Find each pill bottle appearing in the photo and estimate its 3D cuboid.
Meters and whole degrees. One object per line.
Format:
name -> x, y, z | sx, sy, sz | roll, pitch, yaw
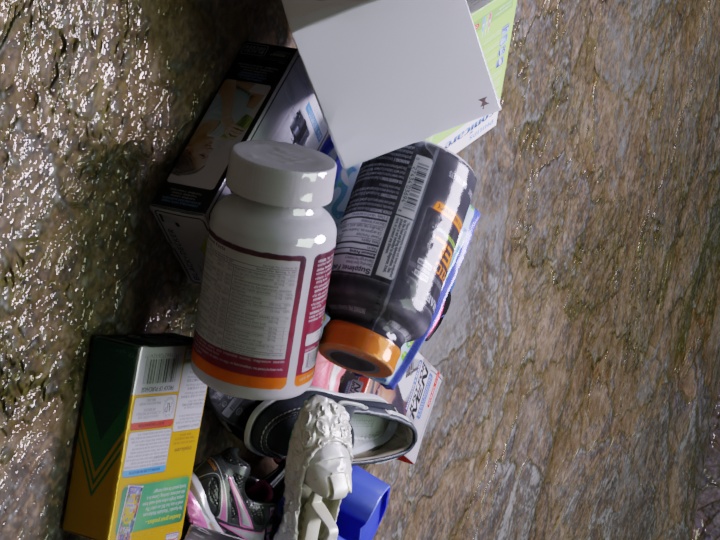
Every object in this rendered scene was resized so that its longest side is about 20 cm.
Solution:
pill bottle -> -0.079, -0.001, 1.496 | 0.109, 0.109, 0.202 | -24, 128, -60
pill bottle -> 0.026, -0.009, 1.563 | 0.106, 0.105, 0.201 | 51, 54, -59

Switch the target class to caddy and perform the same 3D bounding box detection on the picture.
caddy -> -0.045, 0.262, 1.817 | 0.142, 0.104, 0.200 | -59, 171, -19

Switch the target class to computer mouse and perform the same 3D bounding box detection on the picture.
computer mouse -> -0.116, 0.151, 1.698 | 0.141, 0.046, 0.200 | -54, 139, -6

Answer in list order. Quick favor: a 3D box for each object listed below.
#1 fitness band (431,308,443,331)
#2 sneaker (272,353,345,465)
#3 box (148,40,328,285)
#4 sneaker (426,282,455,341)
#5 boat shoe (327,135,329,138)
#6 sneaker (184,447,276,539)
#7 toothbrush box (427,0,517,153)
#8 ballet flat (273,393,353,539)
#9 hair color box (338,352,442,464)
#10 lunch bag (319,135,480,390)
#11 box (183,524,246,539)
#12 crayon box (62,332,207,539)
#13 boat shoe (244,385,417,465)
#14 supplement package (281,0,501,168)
fitness band -> 0.000, 0.000, 1.765 | 0.199, 0.037, 0.144 | 34, 72, -25
sneaker -> -0.060, 0.097, 1.796 | 0.086, 0.074, 0.202 | 28, 81, -33
box -> -0.105, -0.093, 1.597 | 0.201, 0.060, 0.117 | -62, 150, -30
sneaker -> 0.061, 0.002, 1.941 | 0.200, 0.070, 0.078 | 64, 39, -54
boat shoe -> -0.007, -0.108, 1.802 | 0.067, 0.057, 0.201 | -53, 145, -43
sneaker -> -0.111, 0.242, 1.674 | 0.086, 0.080, 0.201 | -35, 142, -11
toothbrush box -> 0.074, -0.206, 1.801 | 0.145, 0.086, 0.201 | -37, 150, -30
ballet flat -> -0.036, 0.217, 1.653 | 0.072, 0.071, 0.202 | -19, 123, -62
hair color box -> 0.021, 0.132, 1.964 | 0.200, 0.063, 0.112 | 44, 62, -60
lunch bag -> 0.000, -0.019, 1.675 | 0.170, 0.127, 0.201 | 34, 84, -23
box -> -0.093, 0.328, 1.639 | 0.201, 0.156, 0.050 | 95, 13, -49
crayon box -> -0.193, 0.157, 1.532 | 0.126, 0.051, 0.202 | 3, 98, -65
boat shoe -> -0.025, 0.154, 1.711 | 0.199, 0.060, 0.076 | -4, 114, -45
supplement package -> 0.015, -0.226, 1.564 | 0.201, 0.151, 0.151 | -106, 175, -51
